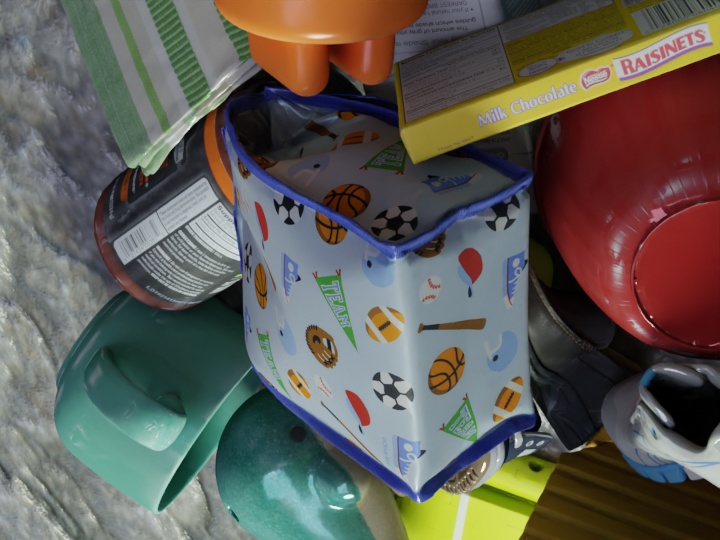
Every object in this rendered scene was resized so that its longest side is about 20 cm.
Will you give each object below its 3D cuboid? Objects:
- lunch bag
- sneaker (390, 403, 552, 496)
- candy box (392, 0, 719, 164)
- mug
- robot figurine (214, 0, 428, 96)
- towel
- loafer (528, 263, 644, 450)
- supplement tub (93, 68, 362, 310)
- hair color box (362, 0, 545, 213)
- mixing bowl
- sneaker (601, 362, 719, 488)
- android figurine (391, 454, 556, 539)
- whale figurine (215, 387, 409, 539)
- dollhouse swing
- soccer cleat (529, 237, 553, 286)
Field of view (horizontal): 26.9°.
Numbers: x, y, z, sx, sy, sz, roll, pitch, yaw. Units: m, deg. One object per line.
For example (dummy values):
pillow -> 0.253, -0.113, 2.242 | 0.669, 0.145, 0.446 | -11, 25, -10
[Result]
lunch bag -> 0.000, 0.000, 0.844 | 0.200, 0.124, 0.170 | 27, 132, 42
sneaker -> 0.082, 0.097, 0.968 | 0.200, 0.108, 0.070 | 140, 110, -72
candy box -> 0.114, -0.116, 0.781 | 0.200, 0.102, 0.026 | -19, 113, 9
mug -> -0.145, 0.074, 1.068 | 0.114, 0.152, 0.185 | 35, 150, 6
robot figurine -> -0.020, -0.191, 0.753 | 0.144, 0.117, 0.200 | 7, 119, 8
towel -> -0.104, -0.169, 0.917 | 0.200, 0.023, 0.153 | -36, 70, 38
loafer -> 0.121, 0.033, 0.924 | 0.072, 0.073, 0.200 | -32, 141, 2
supplement tub -> -0.079, -0.056, 0.979 | 0.200, 0.107, 0.107 | -31, 104, 39
hair color box -> 0.053, -0.132, 0.882 | 0.099, 0.061, 0.200 | 0, 121, 28
mixing bowl -> 0.191, -0.026, 0.813 | 0.200, 0.108, 0.200 | 4, 125, 6
sneaker -> 0.179, 0.075, 0.829 | 0.087, 0.075, 0.200 | 38, 172, -18
android figurine -> 0.100, 0.204, 1.108 | 0.200, 0.041, 0.182 | 18, 129, 16
whale figurine -> -0.030, 0.177, 1.073 | 0.200, 0.104, 0.159 | 56, 161, 12
dollhouse swing -> 0.198, 0.124, 0.889 | 0.181, 0.200, 0.176 | 19, 130, 16
soccer cleat -> 0.052, 0.047, 0.993 | 0.065, 0.084, 0.200 | 46, 130, -7
